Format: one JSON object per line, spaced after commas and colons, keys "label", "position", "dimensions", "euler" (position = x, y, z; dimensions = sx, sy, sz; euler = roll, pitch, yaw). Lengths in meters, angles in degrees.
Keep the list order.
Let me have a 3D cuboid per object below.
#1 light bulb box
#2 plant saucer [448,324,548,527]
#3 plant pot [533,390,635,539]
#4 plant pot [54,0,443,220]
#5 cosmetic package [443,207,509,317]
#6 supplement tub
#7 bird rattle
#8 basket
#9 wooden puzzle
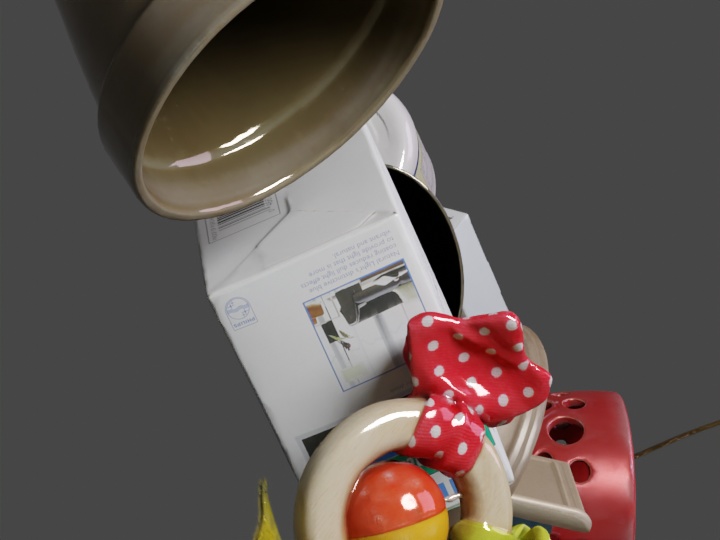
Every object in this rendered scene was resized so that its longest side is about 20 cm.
{"label": "light bulb box", "position": [-0.009, 0.031, 1.224], "dimensions": [0.199, 0.124, 0.201], "euler": [-107, 174, -64]}
{"label": "plant saucer", "position": [0.055, 0.121, 1.323], "dimensions": [0.029, 0.201, 0.200], "euler": [29, 19, -20]}
{"label": "plant pot", "position": [0.163, 0.219, 1.882], "dimensions": [0.200, 0.181, 0.202], "euler": [178, -90, -88]}
{"label": "plant pot", "position": [-0.084, -0.156, 1.028], "dimensions": [0.174, 0.200, 0.200], "euler": [49, -3, 22]}
{"label": "cosmetic package", "position": [0.029, -0.001, 1.711], "dimensions": [0.199, 0.052, 0.151], "euler": [16, -38, 41]}
{"label": "supplement tub", "position": [-0.004, -0.091, 1.881], "dimensions": [0.200, 0.144, 0.146], "euler": [55, 12, -74]}
{"label": "bird rattle", "position": [0.041, 0.126, 1.080], "dimensions": [0.112, 0.162, 0.202], "euler": [19, -58, 60]}
{"label": "basket", "position": [0.000, 0.000, 1.505], "dimensions": [0.200, 0.135, 0.182], "euler": [-121, -148, -81]}
{"label": "wooden puzzle", "position": [0.089, 0.173, 1.612], "dimensions": [0.200, 0.183, 0.038], "euler": [-98, -159, -83]}
